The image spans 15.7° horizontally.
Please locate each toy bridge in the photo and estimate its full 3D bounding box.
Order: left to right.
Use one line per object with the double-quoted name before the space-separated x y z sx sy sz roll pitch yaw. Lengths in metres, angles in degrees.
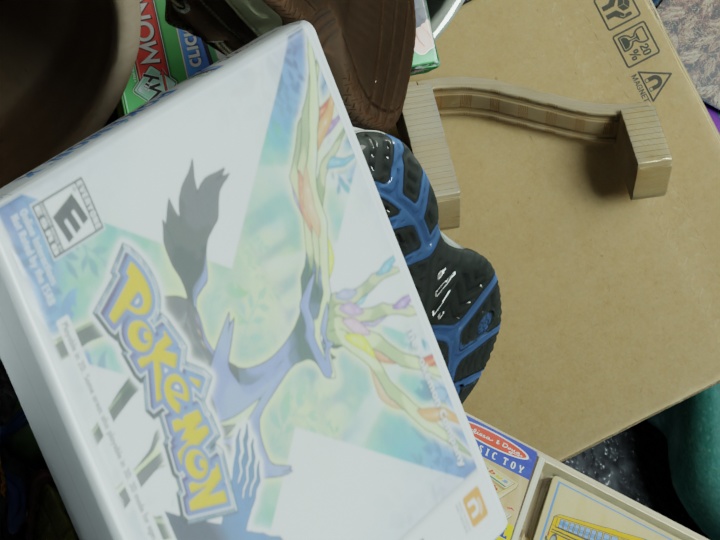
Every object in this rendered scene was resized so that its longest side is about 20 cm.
"toy bridge" 0.028 -0.049 1.106 0.199 0.027 0.067 -9 55 -6

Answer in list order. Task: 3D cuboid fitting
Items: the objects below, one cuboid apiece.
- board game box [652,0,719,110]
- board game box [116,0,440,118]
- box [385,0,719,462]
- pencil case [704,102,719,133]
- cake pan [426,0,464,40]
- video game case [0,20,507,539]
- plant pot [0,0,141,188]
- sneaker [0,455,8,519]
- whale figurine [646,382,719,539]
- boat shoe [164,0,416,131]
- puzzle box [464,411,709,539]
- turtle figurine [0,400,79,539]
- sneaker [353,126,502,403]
"board game box" 0.184 -0.159 1.280 0.159 0.097 0.200 25 24 -29
"board game box" -0.054 -0.168 1.073 0.134 0.029 0.201 -12 88 -10
"box" 0.083 -0.025 1.140 0.201 0.163 0.021 63 4 7
"pencil case" 0.150 -0.047 1.249 0.200 0.085 0.092 24 13 -31
"cake pan" -0.044 -0.163 1.108 0.199 0.037 0.201 1 86 -10
"video game case" -0.035 0.039 0.858 0.182 0.022 0.201 -37 109 -49
"plant pot" -0.197 -0.126 0.927 0.200 0.200 0.175 9 44 -38
"sneaker" -0.152 0.056 0.881 0.080 0.086 0.201 54 48 -62
"whale figurine" 0.185 0.045 1.171 0.104 0.159 0.201 -44 117 -56
"boat shoe" -0.035 -0.108 0.974 0.202 0.075 0.075 49 52 -66
"puzzle box" 0.103 0.141 1.029 0.199 0.025 0.133 27 33 -1
"turtle figurine" -0.033 0.112 0.947 0.200 0.144 0.194 -10 72 -40
"sneaker" 0.000 0.000 1.055 0.076 0.077 0.200 -50 145 -22
